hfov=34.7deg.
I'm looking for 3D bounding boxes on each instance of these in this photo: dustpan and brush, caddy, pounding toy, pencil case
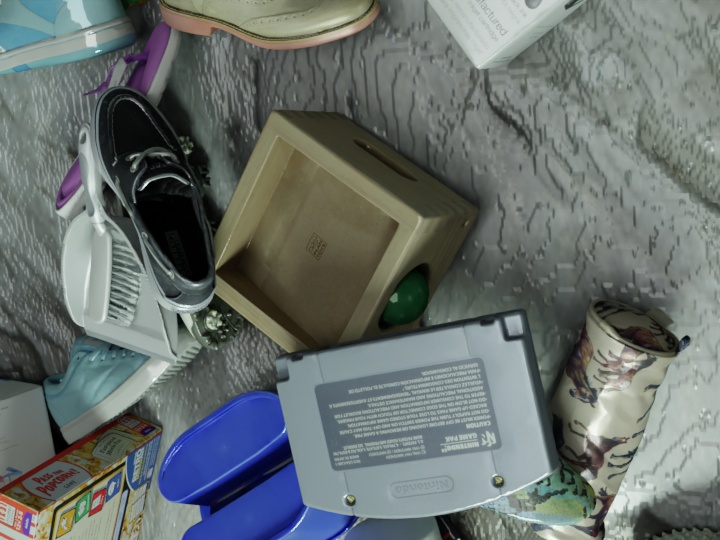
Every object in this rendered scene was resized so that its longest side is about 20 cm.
[{"bbox_3d":[-0.216,-0.025,0.983,0.139,0.057,0.202,13,105,39],"label":"dustpan and brush"},{"bbox_3d":[-0.081,0.186,1.021,0.199,0.105,0.142,-34,65,25],"label":"caddy"},{"bbox_3d":[0.000,0.000,0.942,0.200,0.142,0.185,36,112,22],"label":"pounding toy"},{"bbox_3d":[0.187,0.124,0.908,0.078,0.089,0.201,42,123,47],"label":"pencil case"}]

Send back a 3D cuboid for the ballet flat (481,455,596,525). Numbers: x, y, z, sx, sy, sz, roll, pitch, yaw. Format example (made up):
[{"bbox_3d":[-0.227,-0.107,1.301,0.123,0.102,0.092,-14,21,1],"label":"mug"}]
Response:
[{"bbox_3d":[0.082,0.133,0.869,0.199,0.074,0.075,15,107,19],"label":"ballet flat"}]

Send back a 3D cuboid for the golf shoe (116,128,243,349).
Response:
[{"bbox_3d":[-0.164,-0.023,1.028,0.088,0.077,0.201,-20,87,37],"label":"golf shoe"}]

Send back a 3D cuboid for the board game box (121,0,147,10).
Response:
[{"bbox_3d":[-0.164,-0.314,0.978,0.200,0.030,0.096,-36,87,22],"label":"board game box"}]

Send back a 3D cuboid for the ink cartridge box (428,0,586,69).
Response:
[{"bbox_3d":[0.130,-0.266,0.841,0.200,0.084,0.146,-37,87,24],"label":"ink cartridge box"}]

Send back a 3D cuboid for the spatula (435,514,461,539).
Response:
[{"bbox_3d":[0.094,0.246,1.007,0.056,0.021,0.200,-41,85,28],"label":"spatula"}]

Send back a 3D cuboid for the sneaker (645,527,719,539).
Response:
[{"bbox_3d":[0.306,0.261,0.901,0.199,0.070,0.100,-5,103,23],"label":"sneaker"}]

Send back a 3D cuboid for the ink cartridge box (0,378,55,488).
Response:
[{"bbox_3d":[-0.373,0.219,1.112,0.128,0.125,0.202,2,105,42],"label":"ink cartridge box"}]

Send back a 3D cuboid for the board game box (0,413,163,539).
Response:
[{"bbox_3d":[-0.261,0.235,1.047,0.046,0.200,0.153,20,108,16],"label":"board game box"}]

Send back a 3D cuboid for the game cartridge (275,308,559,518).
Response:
[{"bbox_3d":[0.039,0.110,0.838,0.199,0.041,0.134,-12,96,24],"label":"game cartridge"}]

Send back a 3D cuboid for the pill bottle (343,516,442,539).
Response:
[{"bbox_3d":[0.048,0.313,0.985,0.110,0.111,0.201,-10,102,23],"label":"pill bottle"}]

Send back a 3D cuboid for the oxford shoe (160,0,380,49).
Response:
[{"bbox_3d":[-0.082,-0.228,0.928,0.199,0.071,0.074,8,136,19],"label":"oxford shoe"}]

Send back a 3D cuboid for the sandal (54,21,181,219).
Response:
[{"bbox_3d":[-0.218,-0.133,0.997,0.050,0.083,0.203,25,104,-30],"label":"sandal"}]

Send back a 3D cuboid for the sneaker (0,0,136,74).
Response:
[{"bbox_3d":[-0.292,-0.243,1.005,0.199,0.080,0.131,-4,109,25],"label":"sneaker"}]

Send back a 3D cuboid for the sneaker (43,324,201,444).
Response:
[{"bbox_3d":[-0.230,0.088,1.065,0.200,0.074,0.082,-34,91,29],"label":"sneaker"}]

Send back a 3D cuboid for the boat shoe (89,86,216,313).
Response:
[{"bbox_3d":[-0.161,-0.067,0.906,0.068,0.071,0.201,123,130,-63],"label":"boat shoe"}]
